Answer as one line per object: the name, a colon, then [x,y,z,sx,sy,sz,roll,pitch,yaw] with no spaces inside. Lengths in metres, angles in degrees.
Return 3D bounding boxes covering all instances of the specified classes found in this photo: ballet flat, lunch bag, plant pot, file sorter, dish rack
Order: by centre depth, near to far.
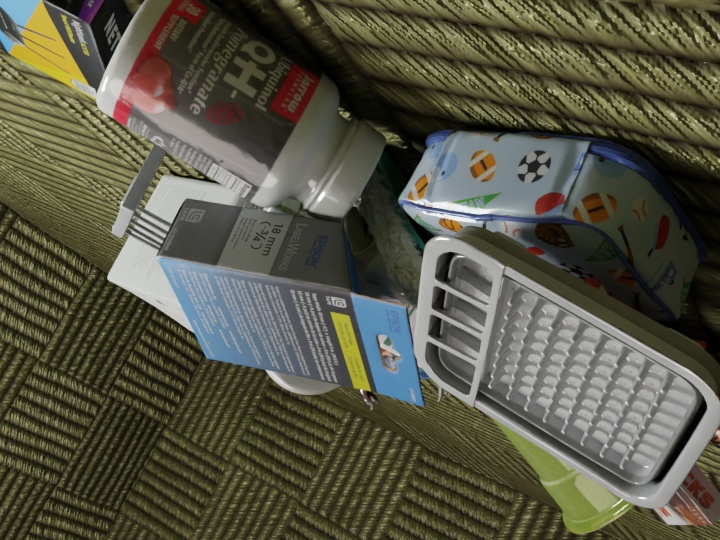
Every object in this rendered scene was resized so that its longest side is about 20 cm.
dish rack: [0.129,0.057,0.621,0.199,0.044,0.173,32,149,20]
lunch bag: [0.132,-0.031,0.684,0.199,0.076,0.160,15,164,45]
ballet flat: [0.027,-0.019,0.764,0.072,0.072,0.201,38,-161,-39]
plant pot: [0.180,0.095,0.872,0.189,0.201,0.200,40,168,0]
file sorter: [-0.161,-0.082,0.978,0.124,0.140,0.200,29,168,-13]

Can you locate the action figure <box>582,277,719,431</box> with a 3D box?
action figure: [0.202,0.062,0.665,0.065,0.052,0.199,3,154,49]

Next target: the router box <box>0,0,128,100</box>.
router box: [-0.276,-0.226,0.849,0.148,0.051,0.200,27,168,-1]

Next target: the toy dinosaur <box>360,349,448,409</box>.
toy dinosaur: [0.068,0.096,1.159,0.181,0.106,0.199,-33,149,30]

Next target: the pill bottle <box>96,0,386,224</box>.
pill bottle: [-0.084,-0.117,0.724,0.199,0.112,0.111,31,168,-10]

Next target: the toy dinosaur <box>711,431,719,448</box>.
toy dinosaur: [0.343,0.133,0.852,0.136,0.102,0.199,46,167,-24]

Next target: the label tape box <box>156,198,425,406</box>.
label tape box: [-0.042,0.026,0.760,0.198,0.064,0.145,10,146,17]

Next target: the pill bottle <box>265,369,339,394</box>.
pill bottle: [-0.065,0.060,1.037,0.109,0.110,0.200,31,179,-13]

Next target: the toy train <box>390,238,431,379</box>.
toy train: [0.065,0.042,1.023,0.113,0.088,0.200,-17,142,31]

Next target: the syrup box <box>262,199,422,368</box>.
syrup box: [0.000,0.000,0.851,0.198,0.082,0.079,28,-149,-9]

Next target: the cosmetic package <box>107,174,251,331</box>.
cosmetic package: [-0.189,-0.007,1.269,0.199,0.166,0.164,14,162,49]

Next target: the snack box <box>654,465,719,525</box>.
snack box: [0.192,0.110,0.741,0.200,0.024,0.072,50,164,5]
